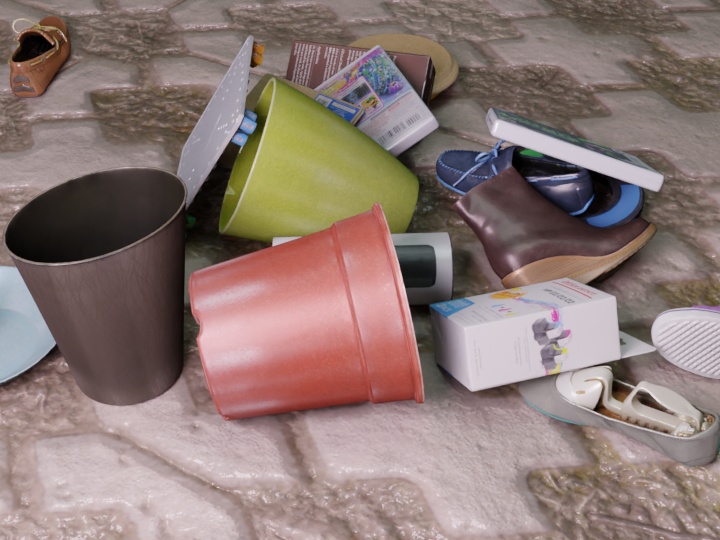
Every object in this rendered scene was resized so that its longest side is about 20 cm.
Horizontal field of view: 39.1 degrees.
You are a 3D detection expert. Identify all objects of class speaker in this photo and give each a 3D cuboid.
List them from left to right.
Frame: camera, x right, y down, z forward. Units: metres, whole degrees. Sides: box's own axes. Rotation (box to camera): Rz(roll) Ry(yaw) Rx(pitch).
[{"bbox_3d":[0.000,0.000,1.125,0.199,0.081,0.081,-1,38,-2],"label":"speaker"}]

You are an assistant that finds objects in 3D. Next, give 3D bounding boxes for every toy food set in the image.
[{"bbox_3d":[0.047,-0.298,1.523,0.200,0.049,0.198,25,45,28],"label":"toy food set"}]

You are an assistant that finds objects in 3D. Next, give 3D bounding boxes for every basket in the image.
[{"bbox_3d":[-0.244,0.024,1.001,0.180,0.201,0.136,-31,46,-33],"label":"basket"}]

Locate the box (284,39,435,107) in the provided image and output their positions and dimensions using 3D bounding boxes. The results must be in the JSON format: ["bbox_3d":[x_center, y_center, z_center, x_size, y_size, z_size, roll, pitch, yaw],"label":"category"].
[{"bbox_3d":[-0.003,-0.254,1.414,0.199,0.075,0.101,10,85,14],"label":"box"}]

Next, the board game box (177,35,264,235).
[{"bbox_3d":[-0.178,-0.163,1.252,0.026,0.200,0.200,24,35,-21],"label":"board game box"}]

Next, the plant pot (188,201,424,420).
[{"bbox_3d":[-0.055,0.052,0.985,0.194,0.201,0.201,-12,39,-2],"label":"plant pot"}]

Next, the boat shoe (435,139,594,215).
[{"bbox_3d":[0.188,-0.127,1.234,0.199,0.069,0.084,10,47,19],"label":"boat shoe"}]

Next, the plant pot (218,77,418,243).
[{"bbox_3d":[-0.040,-0.100,1.180,0.199,0.187,0.187,18,36,-14],"label":"plant pot"}]

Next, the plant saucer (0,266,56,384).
[{"bbox_3d":[-0.408,0.071,1.074,0.200,0.039,0.201,-1,39,1],"label":"plant saucer"}]

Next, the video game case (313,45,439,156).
[{"bbox_3d":[-0.019,-0.186,1.319,0.200,0.024,0.182,-35,48,5],"label":"video game case"}]

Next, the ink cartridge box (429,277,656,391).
[{"bbox_3d":[0.183,0.057,1.026,0.199,0.068,0.115,-10,12,-12],"label":"ink cartridge box"}]

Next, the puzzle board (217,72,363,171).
[{"bbox_3d":[-0.105,-0.179,1.337,0.200,0.017,0.151,27,74,40],"label":"puzzle board"}]

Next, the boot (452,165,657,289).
[{"bbox_3d":[0.223,-0.057,1.153,0.200,0.072,0.167,-29,75,-21],"label":"boot"}]

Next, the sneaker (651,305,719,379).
[{"bbox_3d":[0.394,0.056,1.064,0.200,0.073,0.114,9,35,-5],"label":"sneaker"}]

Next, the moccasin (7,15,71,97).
[{"bbox_3d":[-0.499,-0.345,1.566,0.073,0.078,0.202,4,39,6],"label":"moccasin"}]

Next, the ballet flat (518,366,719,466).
[{"bbox_3d":[0.250,0.124,0.978,0.199,0.064,0.067,20,43,24],"label":"ballet flat"}]

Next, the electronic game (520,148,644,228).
[{"bbox_3d":[0.256,-0.101,1.277,0.199,0.042,0.200,-1,38,1],"label":"electronic game"}]

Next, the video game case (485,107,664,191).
[{"bbox_3d":[0.248,-0.148,1.209,0.199,0.023,0.182,19,14,0],"label":"video game case"}]
